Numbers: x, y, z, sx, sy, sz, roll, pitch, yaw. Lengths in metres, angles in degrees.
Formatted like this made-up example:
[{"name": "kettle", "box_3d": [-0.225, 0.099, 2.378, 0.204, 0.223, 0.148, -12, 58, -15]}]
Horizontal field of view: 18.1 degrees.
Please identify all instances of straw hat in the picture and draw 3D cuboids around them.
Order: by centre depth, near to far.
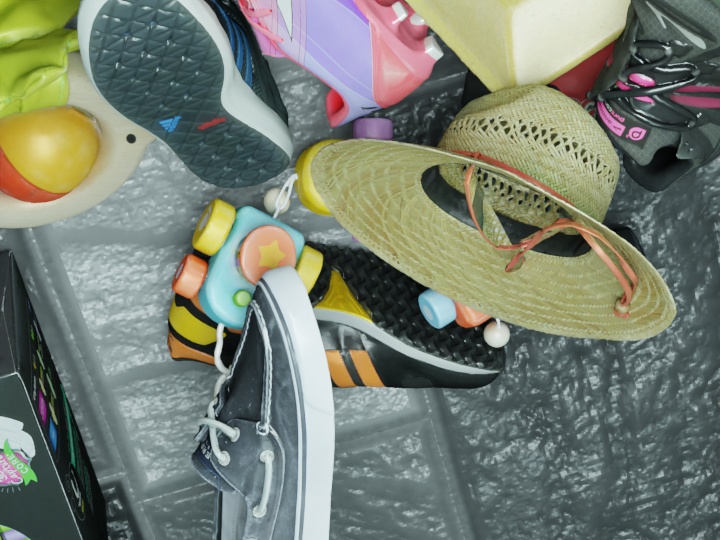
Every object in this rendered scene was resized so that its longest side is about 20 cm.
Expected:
[{"name": "straw hat", "box_3d": [0.082, -0.046, 1.145, 0.201, 0.201, 0.085, 36, 69, -28]}]

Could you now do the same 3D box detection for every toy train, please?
[{"name": "toy train", "box_3d": [0.000, 0.000, 1.236, 0.199, 0.056, 0.151, -26, 94, -18]}]

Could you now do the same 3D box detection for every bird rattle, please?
[{"name": "bird rattle", "box_3d": [-0.192, -0.067, 1.193, 0.163, 0.113, 0.200, 23, 121, -41]}]

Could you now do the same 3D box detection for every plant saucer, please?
[{"name": "plant saucer", "box_3d": [0.109, -0.186, 1.086, 0.199, 0.049, 0.200, -33, 151, 12]}]

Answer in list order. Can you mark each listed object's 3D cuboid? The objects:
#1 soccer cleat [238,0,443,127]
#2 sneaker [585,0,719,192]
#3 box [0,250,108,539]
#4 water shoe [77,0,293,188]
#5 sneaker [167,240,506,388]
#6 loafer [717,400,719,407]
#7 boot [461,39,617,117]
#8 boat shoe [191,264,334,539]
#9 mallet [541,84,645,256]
[{"name": "soccer cleat", "box_3d": [-0.041, -0.147, 1.090, 0.076, 0.067, 0.200, -35, 125, 19]}, {"name": "sneaker", "box_3d": [0.156, -0.097, 1.127, 0.084, 0.077, 0.200, -45, 152, -11]}, {"name": "box", "box_3d": [-0.236, 0.116, 1.285, 0.148, 0.125, 0.201, -15, 125, 0]}, {"name": "water shoe", "box_3d": [-0.094, -0.114, 1.153, 0.071, 0.079, 0.200, -16, 151, 9]}, {"name": "sneaker", "box_3d": [-0.017, 0.039, 1.315, 0.199, 0.070, 0.090, 15, 134, -18]}, {"name": "loafer", "box_3d": [0.266, 0.142, 1.429, 0.069, 0.075, 0.201, -9, 120, 10]}, {"name": "boot", "box_3d": [0.154, -0.130, 1.227, 0.199, 0.073, 0.145, -1, 124, 1]}, {"name": "boat shoe", "box_3d": [-0.056, 0.092, 1.197, 0.067, 0.072, 0.201, -9, 124, -17]}, {"name": "mallet", "box_3d": [0.127, -0.041, 1.261, 0.065, 0.041, 0.200, -17, 145, -4]}]
